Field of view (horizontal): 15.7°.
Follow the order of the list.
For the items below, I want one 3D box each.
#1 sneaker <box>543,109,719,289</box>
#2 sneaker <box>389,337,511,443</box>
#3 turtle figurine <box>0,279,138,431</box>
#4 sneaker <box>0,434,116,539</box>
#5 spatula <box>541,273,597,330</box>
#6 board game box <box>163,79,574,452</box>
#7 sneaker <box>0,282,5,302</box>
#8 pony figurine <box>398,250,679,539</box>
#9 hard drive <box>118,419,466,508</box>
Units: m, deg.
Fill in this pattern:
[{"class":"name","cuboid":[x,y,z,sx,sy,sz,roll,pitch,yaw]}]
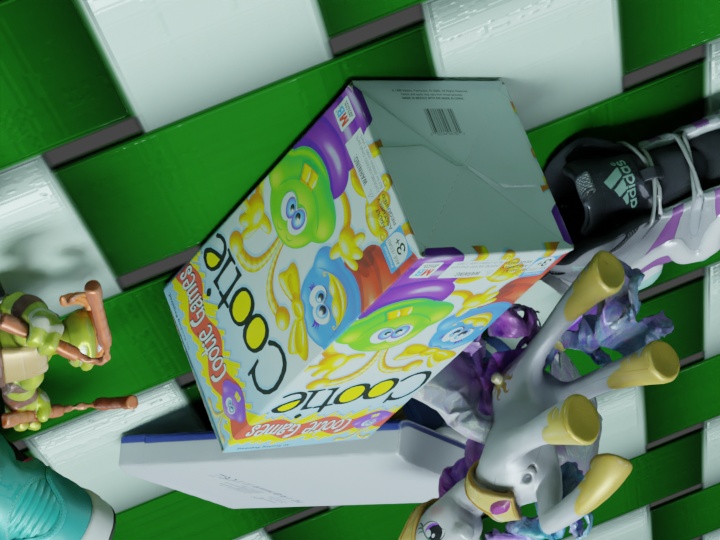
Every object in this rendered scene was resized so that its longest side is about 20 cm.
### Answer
[{"class":"sneaker","cuboid":[0.165,-0.048,1.429,0.200,0.078,0.140,-34,156,27]},{"class":"sneaker","cuboid":[0.048,0.065,1.615,0.088,0.075,0.200,-42,158,3]},{"class":"turtle figurine","cuboid":[-0.193,0.038,1.312,0.160,0.065,0.200,-9,165,-11]},{"class":"sneaker","cuboid":[-0.236,0.123,1.448,0.121,0.084,0.199,39,153,-30]},{"class":"spatula","cuboid":[0.120,0.008,1.588,0.056,0.021,0.200,-41,151,13]},{"class":"board game box","cuboid":[0.000,0.000,1.350,0.104,0.104,0.200,-3,151,-38]},{"class":"sneaker","cuboid":[-0.231,0.000,1.147,0.089,0.079,0.200,-29,169,21]},{"class":"pony figurine","cuboid":[0.087,0.074,1.420,0.166,0.194,0.200,30,138,-18]},{"class":"hard drive","cuboid":[-0.027,0.119,1.579,0.199,0.026,0.132,-5,162,32]}]
